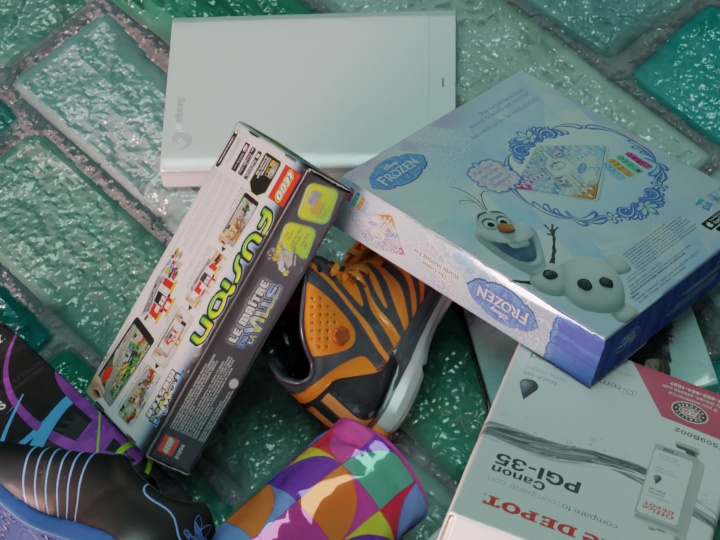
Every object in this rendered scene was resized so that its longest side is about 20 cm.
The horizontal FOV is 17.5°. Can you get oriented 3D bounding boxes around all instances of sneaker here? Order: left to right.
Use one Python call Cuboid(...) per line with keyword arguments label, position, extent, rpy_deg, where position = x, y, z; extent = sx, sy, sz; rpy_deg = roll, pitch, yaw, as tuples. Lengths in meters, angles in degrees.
Cuboid(label="sneaker", position=(-0.169, 0.137, 1.373), extent=(0.078, 0.070, 0.200), rpy_deg=(-34, 40, -32))
Cuboid(label="sneaker", position=(0.000, 0.000, 1.470), extent=(0.077, 0.112, 0.201), rpy_deg=(-21, 43, 45))

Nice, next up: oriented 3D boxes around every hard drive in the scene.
Cuboid(label="hard drive", position=(-0.033, -0.119, 1.608), extent=(0.199, 0.026, 0.132), rpy_deg=(-1, 58, 4))

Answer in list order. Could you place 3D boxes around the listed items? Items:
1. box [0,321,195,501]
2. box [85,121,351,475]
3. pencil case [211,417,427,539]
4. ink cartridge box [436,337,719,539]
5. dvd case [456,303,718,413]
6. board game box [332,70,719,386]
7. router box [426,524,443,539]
Cuboid(label="box", position=(-0.215, 0.136, 1.452), extent=(0.143, 0.036, 0.200), rpy_deg=(-40, 57, -19))
Cuboid(label="box", position=(-0.091, 0.015, 1.443), extent=(0.200, 0.035, 0.110), rpy_deg=(-60, 33, 4))
Cuboid(label="pencil case", position=(-0.052, 0.175, 1.370), extent=(0.200, 0.088, 0.088), rpy_deg=(-41, 63, -15))
Cuboid(label="ink cartridge box", position=(0.130, 0.136, 1.342), extent=(0.146, 0.083, 0.200), rpy_deg=(21, 35, 5))
Cuboid(label="dvd case", position=(0.133, 0.010, 1.514), extent=(0.145, 0.022, 0.201), rpy_deg=(-13, 56, -3))
Cuboid(label="board game box", position=(0.120, -0.033, 1.459), extent=(0.199, 0.043, 0.200), rpy_deg=(33, 41, 23))
Cuboid(label="router box", position=(0.073, 0.244, 1.332), extent=(0.179, 0.049, 0.200), rpy_deg=(35, 55, 24))
